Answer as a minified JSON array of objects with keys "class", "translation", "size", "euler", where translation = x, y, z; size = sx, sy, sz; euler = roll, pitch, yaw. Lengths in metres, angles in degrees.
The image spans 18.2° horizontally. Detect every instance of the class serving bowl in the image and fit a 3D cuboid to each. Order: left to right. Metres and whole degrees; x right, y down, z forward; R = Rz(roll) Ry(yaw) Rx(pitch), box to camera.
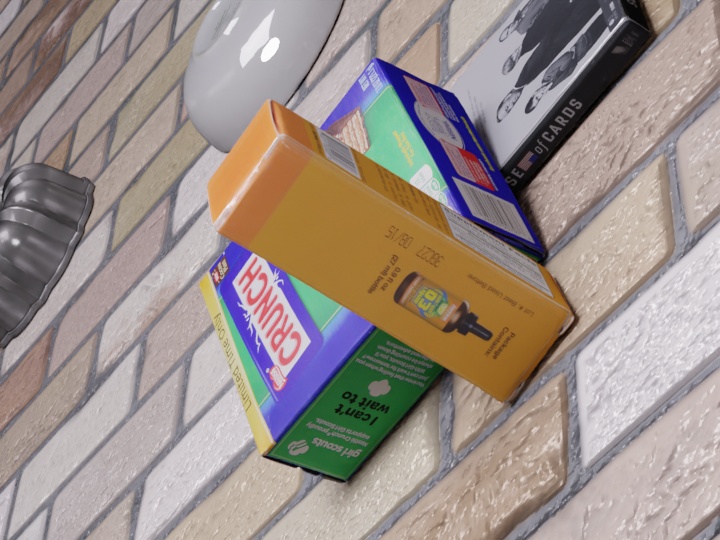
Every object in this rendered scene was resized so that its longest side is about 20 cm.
[{"class":"serving bowl","translation":[-0.094,-0.203,1.934],"size":[0.200,0.066,0.200],"euler":[-46,25,28]}]

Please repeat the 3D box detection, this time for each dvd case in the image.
[{"class":"dvd case","translation":[0.101,-0.112,1.421],"size":[0.200,0.025,0.150],"euler":[-51,22,23]}]

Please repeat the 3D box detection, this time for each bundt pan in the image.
[{"class":"bundt pan","translation":[-0.353,-0.024,2.260],"size":[0.202,0.076,0.202],"euler":[-47,24,29]}]

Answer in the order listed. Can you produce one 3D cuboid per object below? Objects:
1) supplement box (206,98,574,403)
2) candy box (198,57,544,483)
[{"class":"supplement box","translation":[0.016,-0.010,1.224],"size":[0.067,0.200,0.069],"euler":[-53,18,14]},{"class":"candy box","translation":[0.000,0.000,1.373],"size":[0.200,0.077,0.169],"euler":[-52,38,22]}]
